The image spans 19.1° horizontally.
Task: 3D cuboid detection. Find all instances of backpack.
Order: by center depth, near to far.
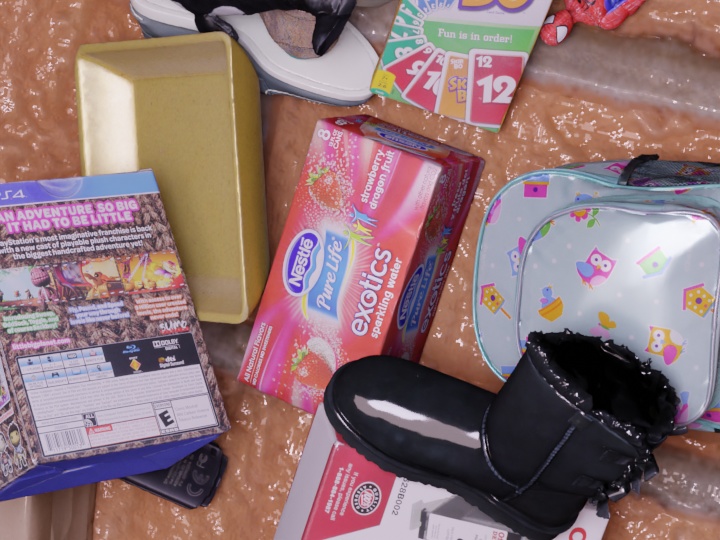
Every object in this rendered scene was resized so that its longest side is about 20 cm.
[{"bbox_3d":[0.170,0.013,1.399,0.200,0.153,0.176,9,104,29],"label":"backpack"}]

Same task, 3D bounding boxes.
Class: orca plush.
[{"bbox_3d":[-0.098,-0.194,1.449,0.200,0.071,0.105,37,123,32],"label":"orca plush"}]

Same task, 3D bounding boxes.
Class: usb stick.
[{"bbox_3d":[-0.189,0.116,1.555,0.033,0.200,0.056,6,71,63],"label":"usb stick"}]

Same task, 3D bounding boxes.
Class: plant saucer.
[{"bbox_3d":[-0.129,-0.068,1.537,0.200,0.048,0.200,3,98,51],"label":"plant saucer"}]

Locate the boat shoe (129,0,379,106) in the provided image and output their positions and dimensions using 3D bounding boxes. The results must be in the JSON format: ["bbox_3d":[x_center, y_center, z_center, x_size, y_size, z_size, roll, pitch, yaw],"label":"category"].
[{"bbox_3d":[-0.075,-0.161,1.542,0.200,0.073,0.062,23,147,12],"label":"boat shoe"}]

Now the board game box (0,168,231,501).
[{"bbox_3d":[-0.204,0.043,1.483,0.097,0.159,0.200,-33,69,49],"label":"board game box"}]

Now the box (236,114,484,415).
[{"bbox_3d":[0.000,0.000,1.495,0.100,0.095,0.200,23,104,19],"label":"box"}]

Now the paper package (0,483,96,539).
[{"bbox_3d":[-0.307,0.148,1.637,0.200,0.103,0.191,7,98,21],"label":"paper package"}]

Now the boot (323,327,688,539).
[{"bbox_3d":[0.090,0.086,1.331,0.198,0.073,0.162,31,144,-4],"label":"boot"}]

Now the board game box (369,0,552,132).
[{"bbox_3d":[0.080,-0.189,1.425,0.095,0.030,0.200,18,124,-4],"label":"board game box"}]

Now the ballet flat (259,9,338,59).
[{"bbox_3d":[-0.070,-0.240,1.502,0.068,0.067,0.200,-29,71,-21],"label":"ballet flat"}]

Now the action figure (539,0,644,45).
[{"bbox_3d":[0.189,-0.225,1.422,0.065,0.052,0.200,45,112,9],"label":"action figure"}]

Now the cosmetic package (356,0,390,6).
[{"bbox_3d":[0.065,-0.265,1.454,0.200,0.071,0.105,-25,86,23],"label":"cosmetic package"}]

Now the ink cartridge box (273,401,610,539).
[{"bbox_3d":[0.049,0.189,1.449,0.200,0.083,0.147,15,103,-13],"label":"ink cartridge box"}]
